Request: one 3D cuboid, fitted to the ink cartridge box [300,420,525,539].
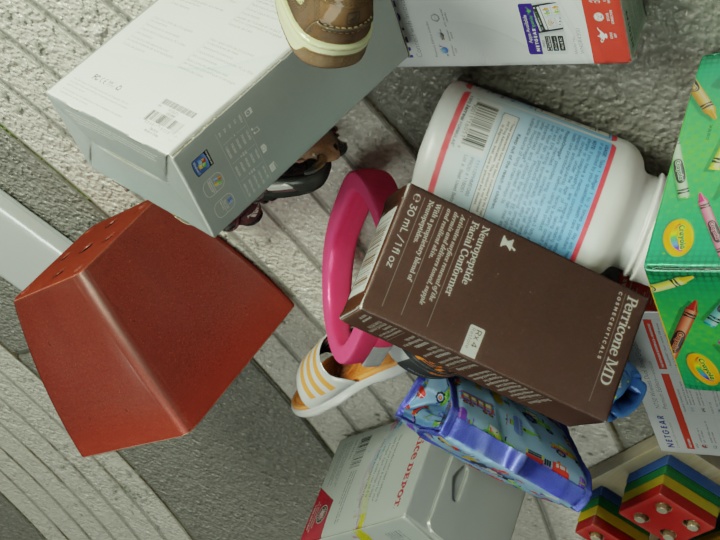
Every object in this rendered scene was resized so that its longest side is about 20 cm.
[{"bbox_3d":[0.061,0.265,1.337,0.144,0.146,0.199,39,143,-19],"label":"ink cartridge box"}]

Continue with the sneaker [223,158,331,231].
[{"bbox_3d":[-0.093,-0.079,1.070,0.198,0.076,0.116,14,150,34],"label":"sneaker"}]

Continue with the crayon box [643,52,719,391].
[{"bbox_3d":[0.246,-0.036,0.792,0.058,0.201,0.119,0,138,32],"label":"crayon box"}]

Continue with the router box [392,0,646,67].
[{"bbox_3d":[0.081,-0.226,0.782,0.178,0.049,0.201,4,139,28],"label":"router box"}]

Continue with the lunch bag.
[{"bbox_3d":[0.129,0.153,1.118,0.150,0.095,0.200,31,-179,-8],"label":"lunch bag"}]

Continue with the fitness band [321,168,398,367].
[{"bbox_3d":[0.000,0.000,1.042,0.037,0.145,0.200,-3,154,-16],"label":"fitness band"}]

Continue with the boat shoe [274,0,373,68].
[{"bbox_3d":[-0.037,-0.225,0.764,0.204,0.074,0.075,62,153,28],"label":"boat shoe"}]

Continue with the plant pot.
[{"bbox_3d":[-0.224,0.044,1.210,0.199,0.200,0.177,-17,115,44],"label":"plant pot"}]

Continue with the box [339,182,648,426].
[{"bbox_3d":[0.096,0.028,0.869,0.198,0.101,0.075,24,167,-10],"label":"box"}]

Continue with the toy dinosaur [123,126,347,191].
[{"bbox_3d":[-0.124,-0.104,0.972,0.199,0.137,0.086,-28,145,13],"label":"toy dinosaur"}]

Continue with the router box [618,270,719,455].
[{"bbox_3d":[0.323,0.082,1.013,0.178,0.049,0.201,1,138,31],"label":"router box"}]

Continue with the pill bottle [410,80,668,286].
[{"bbox_3d":[0.142,-0.060,0.905,0.198,0.109,0.109,21,145,7],"label":"pill bottle"}]

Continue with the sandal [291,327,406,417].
[{"bbox_3d":[-0.010,0.082,1.217,0.059,0.080,0.206,42,133,-20],"label":"sandal"}]

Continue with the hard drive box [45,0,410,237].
[{"bbox_3d":[-0.091,-0.137,0.834,0.155,0.200,0.077,28,154,40],"label":"hard drive box"}]

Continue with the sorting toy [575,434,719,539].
[{"bbox_3d":[0.334,0.269,1.241,0.198,0.070,0.200,32,144,-9],"label":"sorting toy"}]

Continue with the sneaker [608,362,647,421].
[{"bbox_3d":[0.186,0.094,1.038,0.105,0.076,0.200,40,179,9],"label":"sneaker"}]

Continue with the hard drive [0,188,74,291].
[{"bbox_3d":[-0.366,-0.013,1.351,0.199,0.027,0.132,38,143,-18],"label":"hard drive"}]

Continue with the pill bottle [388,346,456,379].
[{"bbox_3d":[0.085,0.033,1.007,0.105,0.107,0.200,29,167,-6],"label":"pill bottle"}]
